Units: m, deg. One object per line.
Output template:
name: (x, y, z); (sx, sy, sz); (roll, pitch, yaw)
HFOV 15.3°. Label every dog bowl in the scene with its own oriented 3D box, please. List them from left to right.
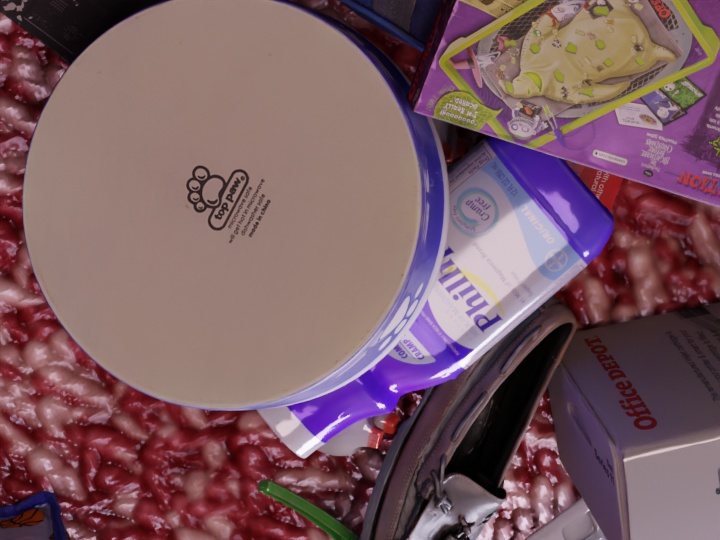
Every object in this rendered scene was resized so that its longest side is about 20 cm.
dog bowl: (-0.059, -0.033, 1.292); (0.198, 0.079, 0.202); (0, 90, 10)

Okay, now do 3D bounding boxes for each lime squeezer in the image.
lime squeezer: (0.001, 0.185, 1.504); (0.070, 0.038, 0.201); (-31, 112, -22)

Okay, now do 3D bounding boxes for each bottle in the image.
bottle: (0.032, 0.013, 1.350); (0.200, 0.065, 0.084); (-40, 95, 5)

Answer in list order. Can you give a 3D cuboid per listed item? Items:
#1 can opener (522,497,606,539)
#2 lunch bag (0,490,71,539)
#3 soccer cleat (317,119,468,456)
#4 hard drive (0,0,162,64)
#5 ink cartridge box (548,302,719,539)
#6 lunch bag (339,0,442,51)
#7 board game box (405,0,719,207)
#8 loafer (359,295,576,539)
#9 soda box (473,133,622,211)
can opener: (0.086, 0.192, 1.495); (0.199, 0.067, 0.054); (-33, 115, -24)
lunch bag: (-0.179, 0.237, 1.399); (0.123, 0.200, 0.171); (-12, 113, -8)
soccer cleat: (0.000, 0.000, 1.419); (0.077, 0.069, 0.201); (18, 101, 13)
hard drive: (-0.092, -0.189, 1.333); (0.139, 0.038, 0.200); (35, 101, -23)
ink cartridge box: (0.214, 0.081, 1.459); (0.198, 0.147, 0.084); (-11, 115, -8)
lunch bag: (0.074, -0.198, 1.288); (0.132, 0.135, 0.201); (-3, 118, -51)
board game box: (0.133, -0.102, 1.241); (0.199, 0.032, 0.121); (17, 105, -15)
loafer: (0.057, 0.099, 1.449); (0.072, 0.063, 0.201); (11, 101, -54)
soda box: (0.118, -0.111, 1.397); (0.063, 0.070, 0.201); (15, 108, -18)
